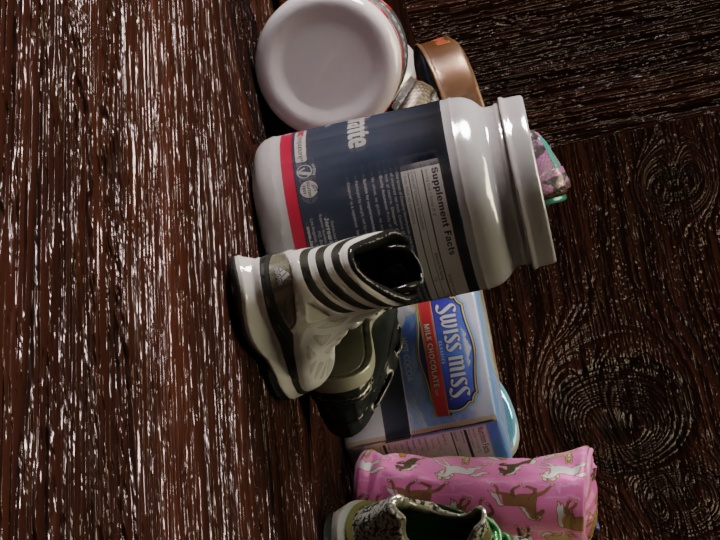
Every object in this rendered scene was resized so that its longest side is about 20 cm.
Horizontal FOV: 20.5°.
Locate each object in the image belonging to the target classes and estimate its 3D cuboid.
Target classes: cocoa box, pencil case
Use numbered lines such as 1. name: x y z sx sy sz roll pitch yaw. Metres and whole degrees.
1. cocoa box: 0.049 0.078 1.710 0.134 0.131 0.201 68 12 -60
2. pencil case: 0.089 0.181 1.586 0.087 0.199 0.083 62 28 -69

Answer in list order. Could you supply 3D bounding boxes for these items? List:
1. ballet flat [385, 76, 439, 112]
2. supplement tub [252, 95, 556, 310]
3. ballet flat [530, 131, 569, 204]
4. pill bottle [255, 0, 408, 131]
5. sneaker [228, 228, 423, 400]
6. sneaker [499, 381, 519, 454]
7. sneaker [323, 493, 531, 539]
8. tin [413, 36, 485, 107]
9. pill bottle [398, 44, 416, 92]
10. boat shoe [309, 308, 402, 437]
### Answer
1. ballet flat: 0.013 -0.073 1.612 0.200 0.046 0.067 -59 -176 -28
2. supplement tub: 0.031 -0.045 1.435 0.140 0.199 0.141 -12 90 -85
3. ballet flat: 0.079 -0.061 1.571 0.069 0.200 0.072 -13 83 -47
4. pill bottle: -0.019 -0.174 1.623 0.200 0.115 0.116 -71 149 -80
5. sneaker: -0.010 0.031 1.296 0.201 0.115 0.076 61 18 -73
6. sneaker: 0.095 0.141 1.969 0.200 0.079 0.131 47 -14 36
7. sneaker: 0.077 0.202 1.418 0.089 0.199 0.077 -40 -137 48
8. tin: 0.092 -0.103 1.707 0.112 0.042 0.201 -113 -175 -80
9. pill bottle: 0.016 -0.114 1.869 0.113 0.112 0.201 -94 171 -54
10. boat shoe: -0.003 0.061 1.519 0.200 0.074 0.066 -89 169 -65
